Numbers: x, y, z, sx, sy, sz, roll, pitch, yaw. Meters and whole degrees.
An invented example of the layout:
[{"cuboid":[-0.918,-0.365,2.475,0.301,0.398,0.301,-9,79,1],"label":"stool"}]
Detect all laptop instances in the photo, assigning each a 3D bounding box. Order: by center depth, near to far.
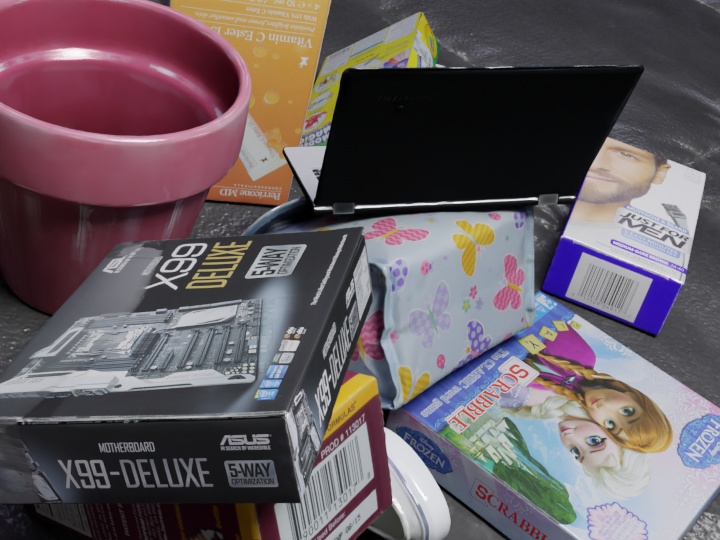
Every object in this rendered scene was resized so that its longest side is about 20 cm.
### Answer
[{"cuboid":[0.055,-0.104,0.742,0.185,0.117,0.200,-3,24,-13],"label":"laptop"}]

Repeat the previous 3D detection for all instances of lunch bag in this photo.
[{"cuboid":[0.000,0.000,0.797,0.199,0.129,0.169,12,26,43],"label":"lunch bag"}]

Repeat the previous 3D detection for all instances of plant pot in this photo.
[{"cuboid":[-0.188,-0.072,0.782,0.198,0.180,0.201,11,37,-8],"label":"plant pot"}]

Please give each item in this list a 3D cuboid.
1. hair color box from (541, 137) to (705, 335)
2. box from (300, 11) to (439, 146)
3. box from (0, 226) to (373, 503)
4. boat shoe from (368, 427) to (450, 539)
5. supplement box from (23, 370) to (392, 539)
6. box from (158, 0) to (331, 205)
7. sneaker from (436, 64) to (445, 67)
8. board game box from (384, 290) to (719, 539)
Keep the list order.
[{"cuboid":[0.241,-0.038,0.995,0.108,0.065,0.200,22,36,9],"label":"hair color box"},{"cuboid":[0.008,-0.162,1.028,0.116,0.049,0.201,-21,27,24],"label":"box"},{"cuboid":[-0.086,0.042,0.574,0.156,0.050,0.200,-2,25,13],"label":"box"},{"cuboid":[-0.034,0.119,0.697,0.199,0.074,0.065,30,42,34],"label":"boat shoe"},{"cuboid":[-0.095,0.100,0.618,0.198,0.087,0.110,11,30,35],"label":"supplement box"},{"cuboid":[-0.108,-0.165,0.913,0.123,0.201,0.098,3,38,-15],"label":"box"},{"cuboid":[0.136,-0.148,1.099,0.107,0.068,0.201,-8,36,-45],"label":"sneaker"},{"cuboid":[0.151,0.117,0.781,0.199,0.041,0.199,34,41,23],"label":"board game box"}]
